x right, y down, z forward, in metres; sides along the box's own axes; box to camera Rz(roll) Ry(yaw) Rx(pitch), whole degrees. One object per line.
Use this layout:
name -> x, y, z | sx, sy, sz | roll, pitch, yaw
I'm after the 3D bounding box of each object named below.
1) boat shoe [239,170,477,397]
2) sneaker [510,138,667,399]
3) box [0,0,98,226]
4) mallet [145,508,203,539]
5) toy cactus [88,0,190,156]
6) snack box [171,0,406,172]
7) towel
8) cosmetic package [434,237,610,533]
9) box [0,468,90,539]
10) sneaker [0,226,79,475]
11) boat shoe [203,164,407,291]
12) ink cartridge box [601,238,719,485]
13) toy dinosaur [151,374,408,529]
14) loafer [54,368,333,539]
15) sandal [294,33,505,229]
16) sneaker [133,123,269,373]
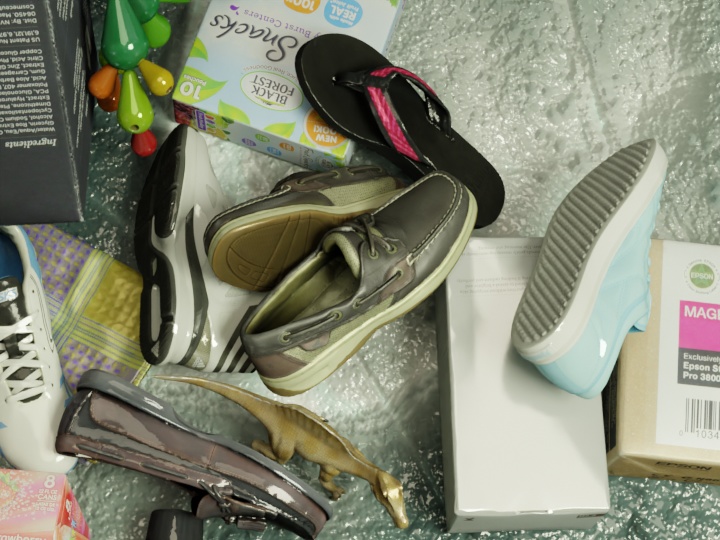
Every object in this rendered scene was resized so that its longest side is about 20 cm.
boat shoe -> -0.001, 0.000, 1.050 | 0.201, 0.066, 0.072 | -44, 49, -9
sneaker -> 0.171, 0.001, 1.052 | 0.082, 0.073, 0.201 | 47, 60, -26
box -> -0.252, -0.167, 1.049 | 0.116, 0.202, 0.198 | -4, 40, -3
mallet -> -0.057, 0.220, 1.058 | 0.197, 0.041, 0.067 | 16, 72, -2
toy cactus -> -0.159, -0.199, 1.086 | 0.101, 0.165, 0.203 | 6, 71, 13
snack box -> -0.046, -0.189, 1.180 | 0.140, 0.053, 0.202 | 18, 72, 4
towel -> -0.239, 0.036, 1.113 | 0.199, 0.023, 0.145 | 31, 74, 7
cosmetic package -> 0.112, 0.082, 1.087 | 0.111, 0.081, 0.203 | 1, 73, -2
box -> -0.288, 0.189, 1.002 | 0.197, 0.103, 0.096 | 3, 58, 4
sneaker -> -0.245, 0.050, 1.060 | 0.071, 0.073, 0.202 | -18, 75, -10
boat shoe -> -0.040, -0.036, 1.098 | 0.198, 0.074, 0.065 | -9, 46, -45
ink cartridge box -> 0.278, 0.071, 1.102 | 0.197, 0.075, 0.167 | 5, 73, -1
toy dinosaur -> -0.045, 0.111, 1.056 | 0.198, 0.101, 0.059 | 30, 71, 5
loafer -> -0.116, 0.142, 1.045 | 0.198, 0.072, 0.063 | 30, 66, -5
sandal -> 0.039, -0.110, 1.124 | 0.199, 0.045, 0.076 | 38, 60, -16
sneaker -> -0.102, -0.009, 1.123 | 0.114, 0.076, 0.203 | 16, 53, -28
